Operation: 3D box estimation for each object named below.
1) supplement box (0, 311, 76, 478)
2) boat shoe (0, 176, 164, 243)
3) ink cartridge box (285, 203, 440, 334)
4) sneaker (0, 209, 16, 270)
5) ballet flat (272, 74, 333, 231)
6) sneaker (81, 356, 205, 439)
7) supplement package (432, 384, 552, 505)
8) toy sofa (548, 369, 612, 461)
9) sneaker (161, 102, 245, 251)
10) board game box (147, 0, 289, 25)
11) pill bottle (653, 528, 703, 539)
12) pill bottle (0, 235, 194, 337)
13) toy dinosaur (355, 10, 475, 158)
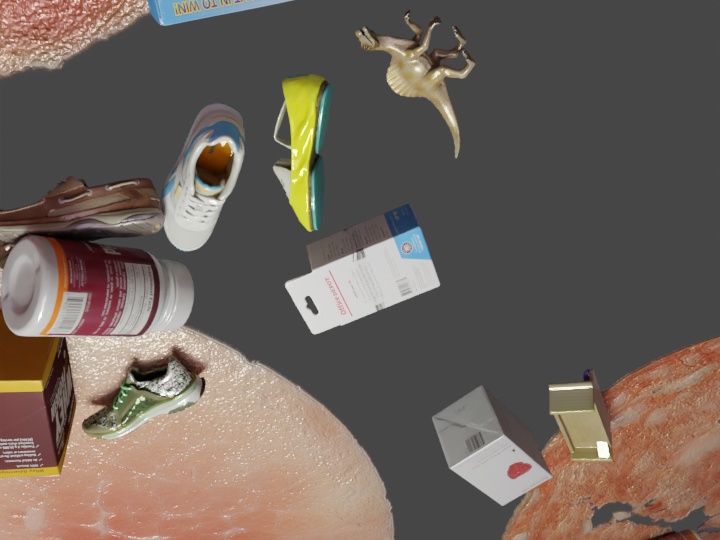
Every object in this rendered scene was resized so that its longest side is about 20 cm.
[{"bbox_3d":[-0.518,0.174,0.849,0.196,0.133,0.201,2,127,-15],"label":"supplement box"},{"bbox_3d":[-0.342,-0.073,0.741,0.199,0.072,0.076,-7,171,-16],"label":"boat shoe"},{"bbox_3d":[0.000,0.000,0.875,0.199,0.067,0.116,-21,129,3],"label":"ink cartridge box"},{"bbox_3d":[-0.402,0.005,0.781,0.070,0.076,0.200,-33,127,14],"label":"sneaker"},{"bbox_3d":[-0.074,-0.144,0.758,0.067,0.067,0.201,11,124,6],"label":"ballet flat"},{"bbox_3d":[-0.347,0.188,0.950,0.199,0.077,0.089,-24,116,0],"label":"sneaker"},{"bbox_3d":[0.249,0.333,1.156,0.121,0.120,0.200,-37,126,15],"label":"supplement package"},{"bbox_3d":[0.431,0.284,1.196,0.082,0.098,0.200,-10,134,27],"label":"toy sofa"},{"bbox_3d":[-0.196,-0.099,0.745,0.076,0.081,0.200,12,125,-23],"label":"sneaker"},{"bbox_3d":[-0.113,-0.346,0.552,0.199,0.056,0.196,-20,132,-20],"label":"board game box"},{"bbox_3d":[0.816,0.773,1.634,0.199,0.112,0.112,-19,129,3],"label":"pill bottle"},{"bbox_3d":[-0.315,0.025,0.754,0.114,0.114,0.200,-48,149,23],"label":"pill bottle"},{"bbox_3d":[0.084,-0.237,0.731,0.101,0.058,0.200,-33,121,32],"label":"toy dinosaur"}]
